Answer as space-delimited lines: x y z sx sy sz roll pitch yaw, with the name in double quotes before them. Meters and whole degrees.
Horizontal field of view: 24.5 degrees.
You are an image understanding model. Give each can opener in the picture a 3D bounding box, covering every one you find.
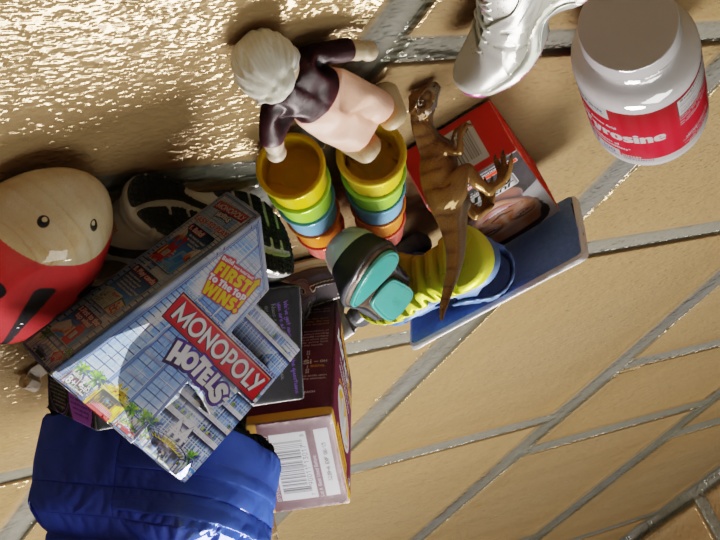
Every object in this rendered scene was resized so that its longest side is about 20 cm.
"can opener" -0.005 0.031 1.716 0.199 0.053 0.066 -34 159 16

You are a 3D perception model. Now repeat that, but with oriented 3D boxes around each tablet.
"tablet" 0.135 0.003 1.653 0.199 0.014 0.130 -30 -156 17

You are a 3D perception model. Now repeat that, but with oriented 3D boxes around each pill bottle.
"pill bottle" 0.244 -0.175 1.451 0.112 0.113 0.200 -29 158 6

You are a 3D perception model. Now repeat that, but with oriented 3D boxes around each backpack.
"backpack" -0.173 0.212 1.485 0.198 0.169 0.162 -4 162 21

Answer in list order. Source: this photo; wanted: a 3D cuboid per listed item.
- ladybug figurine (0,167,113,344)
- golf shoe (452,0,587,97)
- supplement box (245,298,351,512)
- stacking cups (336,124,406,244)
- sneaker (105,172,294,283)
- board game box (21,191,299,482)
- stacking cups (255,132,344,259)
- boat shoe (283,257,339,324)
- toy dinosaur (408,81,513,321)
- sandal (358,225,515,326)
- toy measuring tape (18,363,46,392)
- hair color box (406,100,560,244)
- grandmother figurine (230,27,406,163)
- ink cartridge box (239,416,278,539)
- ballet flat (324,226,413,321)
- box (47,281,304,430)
"ladybug figurine" -0.261 -0.003 1.293 0.135 0.072 0.200 -1 149 -34
"golf shoe" 0.115 -0.213 1.292 0.091 0.076 0.200 7 141 -31
"supplement box" -0.057 0.130 1.632 0.085 0.201 0.111 -7 122 5
"stacking cups" 0.019 -0.071 1.490 0.060 0.061 0.200 -26 163 -2
"sneaker" -0.139 -0.027 1.397 0.199 0.074 0.080 18 139 -43
"board game box" -0.131 0.050 1.329 0.200 0.062 0.200 -48 130 -6
"stacking cups" -0.043 -0.061 1.464 0.060 0.061 0.200 -27 163 1
"boat shoe" -0.084 0.038 1.621 0.199 0.065 0.072 -12 152 -37
"toy dinosaur" 0.080 -0.061 1.438 0.106 0.202 0.060 -10 177 -30
"sandal" 0.075 0.011 1.615 0.087 0.080 0.199 8 166 -42
"toy measuring tape" -0.226 0.081 1.548 0.199 0.074 0.074 -31 159 10
"hair color box" 0.118 -0.083 1.587 0.101 0.062 0.200 -31 159 9
"grandmother figurine" -0.038 -0.137 1.292 0.122 0.060 0.200 -58 151 4
"ink cartridge box" -0.182 0.187 1.624 0.164 0.202 0.075 -16 165 18
"ballet flat" 0.000 0.000 1.498 0.073 0.073 0.200 -28 165 3
"box" -0.163 0.065 1.446 0.199 0.107 0.122 -6 -171 -30
